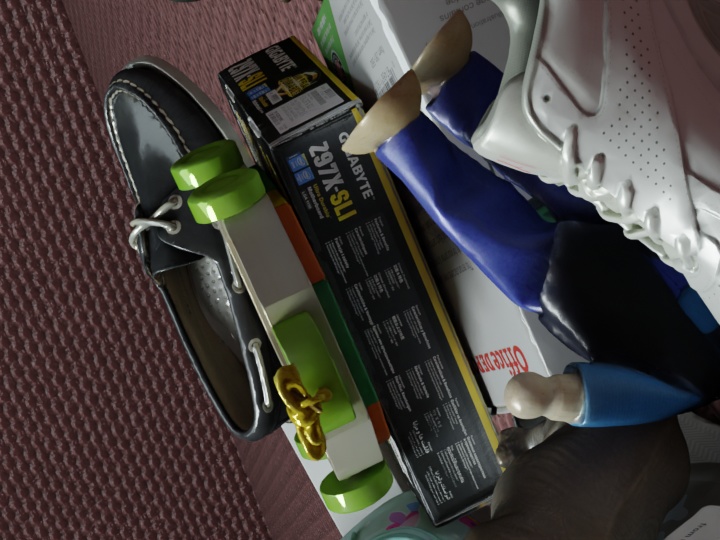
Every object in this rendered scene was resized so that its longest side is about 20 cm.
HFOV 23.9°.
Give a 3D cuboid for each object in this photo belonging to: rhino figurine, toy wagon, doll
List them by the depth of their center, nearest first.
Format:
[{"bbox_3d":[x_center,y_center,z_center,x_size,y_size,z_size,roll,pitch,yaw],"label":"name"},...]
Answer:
[{"bbox_3d":[0.057,0.109,0.586,0.060,0.200,0.087,48,131,-8],"label":"rhino figurine"},{"bbox_3d":[0.086,0.001,0.606,0.200,0.137,0.048,40,141,-1],"label":"doll"},{"bbox_3d":[-0.028,0.027,0.733,0.200,0.039,0.156,-131,17,-72],"label":"toy wagon"}]

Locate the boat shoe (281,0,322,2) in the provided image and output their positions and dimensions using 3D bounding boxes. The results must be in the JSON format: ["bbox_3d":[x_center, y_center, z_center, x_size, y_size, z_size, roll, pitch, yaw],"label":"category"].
[{"bbox_3d":[-0.015,-0.165,0.865,0.072,0.076,0.201,82,162,-60],"label":"boat shoe"}]

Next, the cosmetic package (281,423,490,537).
[{"bbox_3d":[0.018,0.118,0.930,0.082,0.051,0.200,19,-147,-52],"label":"cosmetic package"}]

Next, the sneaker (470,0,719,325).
[{"bbox_3d":[0.089,-0.042,0.567,0.201,0.099,0.078,64,169,7],"label":"sneaker"}]

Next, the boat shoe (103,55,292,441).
[{"bbox_3d":[-0.081,-0.009,0.858,0.074,0.060,0.201,-12,107,51],"label":"boat shoe"}]

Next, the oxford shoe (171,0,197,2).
[{"bbox_3d":[-0.066,-0.196,0.823,0.200,0.084,0.073,-32,51,50],"label":"oxford shoe"}]

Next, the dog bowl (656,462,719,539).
[{"bbox_3d":[0.156,0.174,0.647,0.200,0.059,0.201,36,144,32],"label":"dog bowl"}]

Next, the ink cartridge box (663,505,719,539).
[{"bbox_3d":[0.170,0.154,0.477,0.200,0.084,0.146,-2,113,54],"label":"ink cartridge box"}]

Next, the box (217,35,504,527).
[{"bbox_3d":[0.000,0.000,0.809,0.201,0.049,0.160,67,174,-21],"label":"box"}]

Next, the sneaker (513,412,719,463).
[{"bbox_3d":[0.134,0.117,0.767,0.200,0.073,0.116,-143,34,-66],"label":"sneaker"}]

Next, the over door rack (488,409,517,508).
[{"bbox_3d":[0.076,0.073,0.960,0.201,0.066,0.148,69,167,-19],"label":"over door rack"}]

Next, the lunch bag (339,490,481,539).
[{"bbox_3d":[0.011,0.214,0.819,0.160,0.200,0.077,41,-164,-6],"label":"lunch bag"}]

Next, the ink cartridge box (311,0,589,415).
[{"bbox_3d":[0.061,-0.047,0.730,0.201,0.084,0.146,65,171,2],"label":"ink cartridge box"}]
